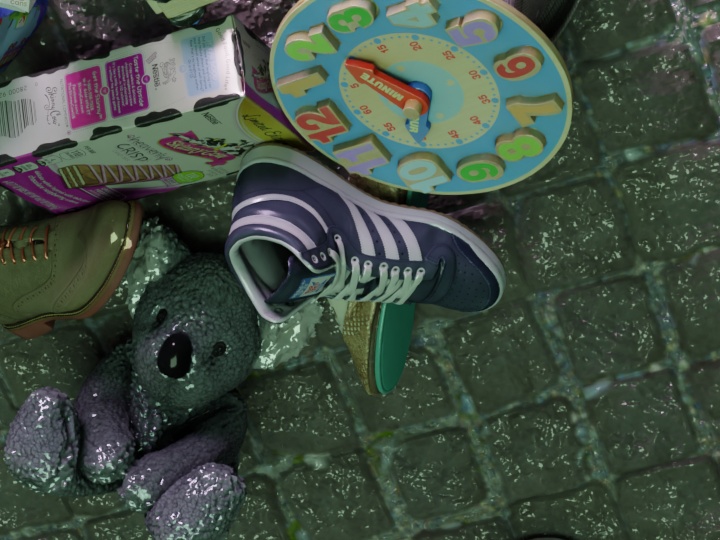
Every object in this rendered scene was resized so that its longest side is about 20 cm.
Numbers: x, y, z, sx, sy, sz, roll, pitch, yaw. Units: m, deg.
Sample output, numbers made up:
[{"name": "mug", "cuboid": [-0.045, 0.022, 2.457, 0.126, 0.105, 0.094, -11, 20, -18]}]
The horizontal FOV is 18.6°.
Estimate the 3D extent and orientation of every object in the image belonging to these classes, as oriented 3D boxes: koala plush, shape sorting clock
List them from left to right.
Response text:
[{"name": "koala plush", "cuboid": [-0.131, 0.074, 1.591, 0.176, 0.184, 0.201, 23, 100, 8]}, {"name": "shape sorting clock", "cuboid": [0.038, -0.114, 1.411, 0.198, 0.039, 0.201, 12, 146, 9]}]

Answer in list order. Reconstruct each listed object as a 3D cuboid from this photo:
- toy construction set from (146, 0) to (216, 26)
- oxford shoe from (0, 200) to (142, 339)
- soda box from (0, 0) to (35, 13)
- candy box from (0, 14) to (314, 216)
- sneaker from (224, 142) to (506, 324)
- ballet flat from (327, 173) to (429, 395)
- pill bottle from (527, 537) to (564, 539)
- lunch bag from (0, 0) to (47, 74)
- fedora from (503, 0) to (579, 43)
[{"name": "toy construction set", "cuboid": [-0.094, -0.230, 1.415, 0.199, 0.132, 0.092, -27, 152, 22]}, {"name": "oxford shoe", "cuboid": [-0.222, -0.005, 1.548, 0.074, 0.071, 0.200, 24, 145, -28]}, {"name": "soda box", "cuboid": [-0.210, -0.237, 1.379, 0.063, 0.200, 0.069, 12, 122, 0]}, {"name": "candy box", "cuboid": [-0.147, -0.099, 1.486, 0.198, 0.136, 0.062, -15, 73, 16]}, {"name": "sneaker", "cuboid": [0.000, 0.000, 1.459, 0.199, 0.109, 0.070, 26, 129, -9]}, {"name": "ballet flat", "cuboid": [0.008, -0.007, 1.565, 0.065, 0.070, 0.201, 18, 117, 19]}, {"name": "pill bottle", "cuboid": [0.135, 0.299, 1.636, 0.111, 0.200, 0.113, 3, 120, 6]}, {"name": "lunch bag", "cuboid": [-0.295, -0.129, 1.474, 0.199, 0.151, 0.094, -33, 93, 22]}, {"name": "fedora", "cuboid": [0.061, -0.201, 1.423, 0.175, 0.091, 0.201, 10, 121, 2]}]
